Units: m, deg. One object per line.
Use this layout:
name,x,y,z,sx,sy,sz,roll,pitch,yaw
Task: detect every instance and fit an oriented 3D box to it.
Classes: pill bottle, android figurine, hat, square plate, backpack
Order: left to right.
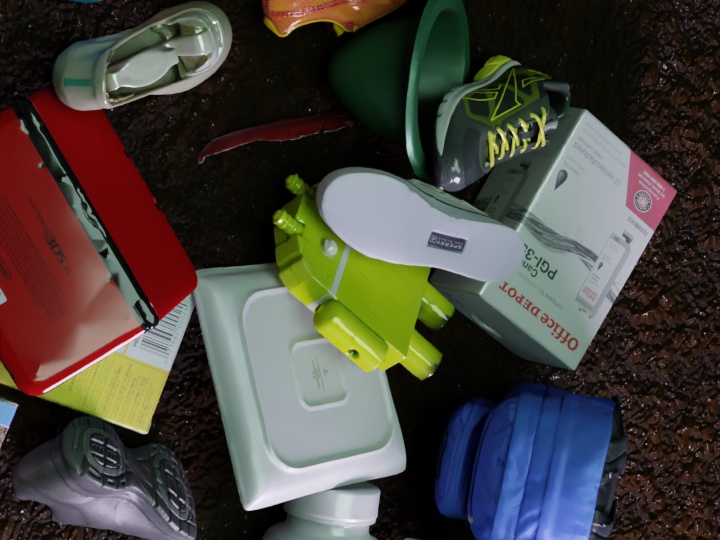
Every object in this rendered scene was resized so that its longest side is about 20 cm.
square plate,-0.043,0.086,1.767,0.198,0.028,0.201,-8,83,-45
pill bottle,-0.038,0.281,1.816,0.111,0.111,0.201,6,95,-33
hat,-0.015,-0.169,1.809,0.200,0.175,0.167,-15,112,-71
android figurine,0.000,0.000,1.791,0.200,0.041,0.182,44,39,-22
backpack,0.150,0.185,1.857,0.167,0.200,0.163,7,92,1

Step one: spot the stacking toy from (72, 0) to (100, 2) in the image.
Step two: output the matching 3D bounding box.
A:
stacking toy,-0.209,-0.317,1.620,0.116,0.110,0.201,25,73,-22

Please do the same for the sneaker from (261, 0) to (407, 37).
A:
sneaker,0.000,-0.243,1.788,0.199,0.073,0.077,-12,126,-27

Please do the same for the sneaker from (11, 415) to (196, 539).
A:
sneaker,-0.207,0.179,1.717,0.200,0.090,0.076,40,33,-49

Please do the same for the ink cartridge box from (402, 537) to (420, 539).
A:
ink cartridge box,0.125,0.322,1.863,0.200,0.145,0.083,52,51,-52

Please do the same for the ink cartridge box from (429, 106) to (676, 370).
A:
ink cartridge box,0.177,-0.030,1.918,0.146,0.083,0.201,37,78,-33

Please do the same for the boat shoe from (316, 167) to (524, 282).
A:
boat shoe,0.044,-0.045,1.789,0.199,0.070,0.071,15,104,-26

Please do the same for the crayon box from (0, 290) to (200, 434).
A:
crayon box,-0.240,0.039,1.680,0.200,0.051,0.127,25,84,-34

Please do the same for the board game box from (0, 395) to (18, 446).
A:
board game box,-0.380,0.158,1.582,0.159,0.097,0.201,26,84,-33

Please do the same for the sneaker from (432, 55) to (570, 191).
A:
sneaker,0.123,-0.130,1.817,0.200,0.084,0.075,-53,147,-49

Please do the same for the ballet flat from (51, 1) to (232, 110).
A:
ballet flat,-0.154,-0.169,1.659,0.200,0.069,0.070,-30,114,-44

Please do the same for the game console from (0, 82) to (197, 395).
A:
game console,-0.238,-0.030,1.630,0.172,0.119,0.201,-31,97,-9
